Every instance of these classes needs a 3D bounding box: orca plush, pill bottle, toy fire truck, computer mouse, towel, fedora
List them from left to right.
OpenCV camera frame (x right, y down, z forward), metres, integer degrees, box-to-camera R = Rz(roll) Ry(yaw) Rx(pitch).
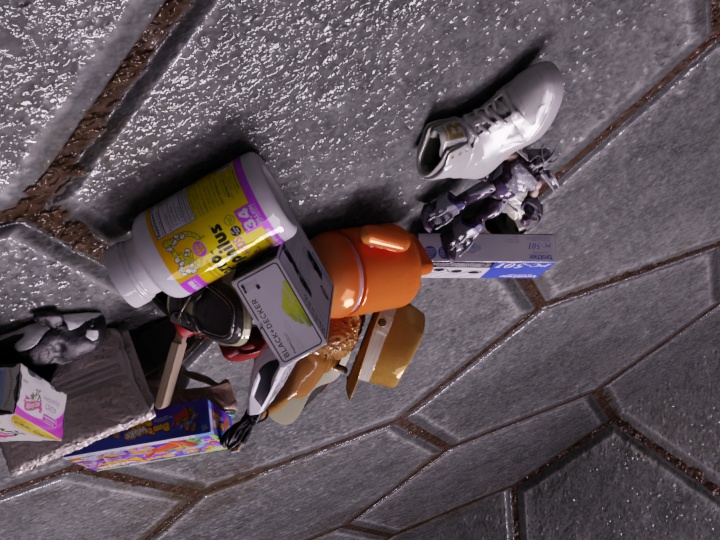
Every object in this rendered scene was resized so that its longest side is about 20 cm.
[{"bbox_3d":[-0.391,0.103,1.331,0.199,0.072,0.105,-3,148,-43],"label":"orca plush"},{"bbox_3d":[-0.365,0.160,1.402,0.198,0.134,0.035,-23,161,-9],"label":"towel"},{"bbox_3d":[-0.176,-0.039,1.218,0.199,0.105,0.104,-29,157,6],"label":"pill bottle"},{"bbox_3d":[-0.181,0.086,1.443,0.198,0.130,0.176,-28,158,6],"label":"toy fire truck"},{"bbox_3d":[-0.125,0.146,1.445,0.110,0.044,0.201,-47,169,-54],"label":"computer mouse"},{"bbox_3d":[0.043,0.106,1.655,0.081,0.202,0.201,21,149,1],"label":"fedora"}]

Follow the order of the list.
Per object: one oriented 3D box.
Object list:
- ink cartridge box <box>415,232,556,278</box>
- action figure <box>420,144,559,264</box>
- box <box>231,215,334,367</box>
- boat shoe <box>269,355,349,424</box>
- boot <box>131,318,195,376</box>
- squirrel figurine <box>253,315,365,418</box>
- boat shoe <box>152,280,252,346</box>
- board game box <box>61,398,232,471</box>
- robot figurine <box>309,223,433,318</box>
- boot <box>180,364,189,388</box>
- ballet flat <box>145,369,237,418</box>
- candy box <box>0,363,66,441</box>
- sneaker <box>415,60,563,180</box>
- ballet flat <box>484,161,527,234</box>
[{"bbox_3d":[0.170,-0.020,1.596,0.197,0.045,0.094,0,166,-8],"label":"ink cartridge box"},{"bbox_3d":[0.178,-0.099,1.472,0.199,0.070,0.130,-36,111,23],"label":"action figure"},{"bbox_3d":[-0.085,0.017,1.294,0.060,0.117,0.200,-27,-166,10],"label":"box"},{"bbox_3d":[-0.080,0.163,1.809,0.202,0.073,0.063,-52,-176,27],"label":"boat shoe"},{"bbox_3d":[-0.313,0.127,1.478,0.198,0.074,0.076,-20,167,-20],"label":"boot"},{"bbox_3d":[-0.062,0.108,1.619,0.199,0.143,0.186,-32,163,19],"label":"squirrel figurine"},{"bbox_3d":[-0.194,0.038,1.288,0.065,0.200,0.073,2,105,-36],"label":"boat shoe"},{"bbox_3d":[-0.279,0.220,1.486,0.197,0.045,0.135,-10,162,5],"label":"board game box"},{"bbox_3d":[0.000,-0.002,1.473,0.198,0.118,0.143,-9,-175,-36],"label":"robot figurine"},{"bbox_3d":[-0.333,0.171,1.538,0.198,0.074,0.096,-27,155,-10],"label":"boot"},{"bbox_3d":[-0.258,0.170,1.529,0.198,0.068,0.068,8,160,-42],"label":"ballet flat"},{"bbox_3d":[-0.458,0.155,1.288,0.197,0.062,0.137,-3,159,8],"label":"candy box"},{"bbox_3d":[0.146,-0.169,1.325,0.115,0.074,0.200,-10,154,-40],"label":"sneaker"},{"bbox_3d":[0.215,-0.093,1.567,0.072,0.074,0.201,-22,156,-10],"label":"ballet flat"}]
